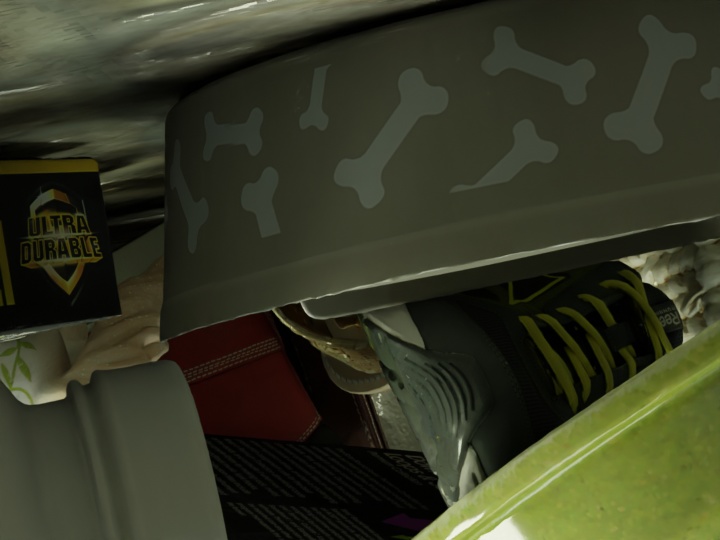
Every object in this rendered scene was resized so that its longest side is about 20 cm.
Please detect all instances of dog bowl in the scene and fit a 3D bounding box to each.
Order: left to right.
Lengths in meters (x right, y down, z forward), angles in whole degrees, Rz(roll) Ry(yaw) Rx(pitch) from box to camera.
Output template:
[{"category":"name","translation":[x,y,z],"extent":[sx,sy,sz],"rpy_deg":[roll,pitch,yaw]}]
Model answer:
[{"category":"dog bowl","translation":[0.041,-0.029,0.643],"extent":[0.199,0.059,0.200],"rpy_deg":[-12,177,-1]}]

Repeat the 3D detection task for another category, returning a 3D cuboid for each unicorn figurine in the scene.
[{"category":"unicorn figurine","translation":[-0.140,0.050,0.754],"extent":[0.200,0.074,0.138],"rpy_deg":[-34,-153,23]}]

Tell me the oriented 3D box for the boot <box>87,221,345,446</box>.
[{"category":"boot","translation":[-0.097,0.080,0.896],"extent":[0.200,0.145,0.072],"rpy_deg":[-30,-177,-27]}]

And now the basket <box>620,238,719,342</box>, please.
[{"category":"basket","translation":[0.200,0.005,0.971],"extent":[0.197,0.162,0.200],"rpy_deg":[-11,177,-5]}]

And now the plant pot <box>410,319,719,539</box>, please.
[{"category":"plant pot","translation":[0.136,0.105,0.688],"extent":[0.200,0.185,0.200],"rpy_deg":[-32,171,-6]}]

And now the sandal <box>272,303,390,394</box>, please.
[{"category":"sandal","translation":[-0.001,-0.006,0.903],"extent":[0.069,0.078,0.212],"rpy_deg":[-4,167,-25]}]

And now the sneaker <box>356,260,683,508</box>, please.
[{"category":"sneaker","translation":[0.057,0.025,0.805],"extent":[0.084,0.075,0.200],"rpy_deg":[-27,175,9]}]

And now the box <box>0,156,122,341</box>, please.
[{"category":"box","translation":[-0.176,0.010,0.639],"extent":[0.159,0.050,0.200],"rpy_deg":[-10,179,25]}]

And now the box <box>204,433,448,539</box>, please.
[{"category":"box","translation":[-0.024,0.087,0.822],"extent":[0.199,0.036,0.143],"rpy_deg":[5,-170,-24]}]

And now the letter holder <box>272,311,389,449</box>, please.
[{"category":"letter holder","translation":[-0.094,0.070,1.092],"extent":[0.100,0.143,0.200],"rpy_deg":[-25,-173,-38]}]

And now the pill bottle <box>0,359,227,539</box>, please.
[{"category":"pill bottle","translation":[-0.132,0.079,0.594],"extent":[0.199,0.109,0.109],"rpy_deg":[-11,178,-11]}]
